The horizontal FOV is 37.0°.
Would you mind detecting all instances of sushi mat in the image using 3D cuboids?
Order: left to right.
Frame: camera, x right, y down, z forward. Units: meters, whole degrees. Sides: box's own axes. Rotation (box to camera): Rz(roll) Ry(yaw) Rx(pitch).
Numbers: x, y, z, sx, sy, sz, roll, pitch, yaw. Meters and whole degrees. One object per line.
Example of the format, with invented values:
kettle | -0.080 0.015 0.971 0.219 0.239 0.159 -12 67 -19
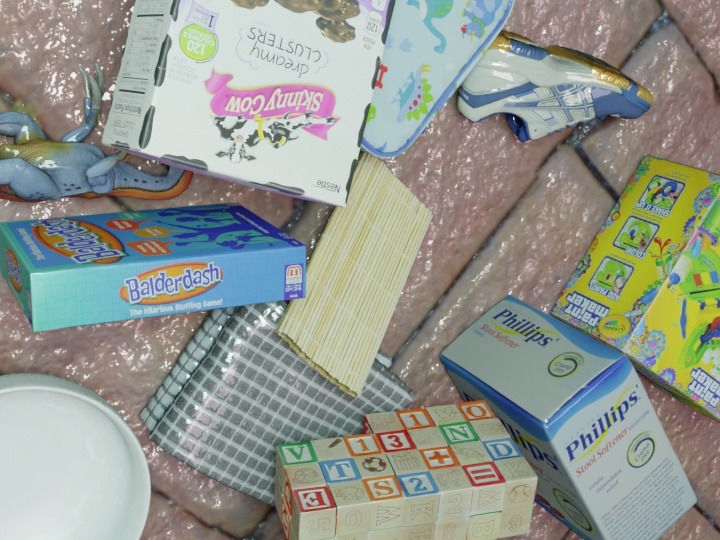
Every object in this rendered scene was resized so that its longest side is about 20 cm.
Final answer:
sushi mat | 0.000 0.000 0.921 0.096 0.012 0.201 41 56 -28

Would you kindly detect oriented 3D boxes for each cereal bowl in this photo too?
cereal bowl | -0.271 0.170 0.850 0.198 0.083 0.202 -9 110 -25

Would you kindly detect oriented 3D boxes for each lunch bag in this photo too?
lunch bag | 0.023 -0.203 0.887 0.161 0.082 0.201 40 86 -30

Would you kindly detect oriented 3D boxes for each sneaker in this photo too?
sneaker | 0.175 -0.160 0.995 0.198 0.075 0.089 11 112 -23

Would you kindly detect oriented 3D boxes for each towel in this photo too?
towel | -0.066 0.117 0.939 0.199 0.085 0.166 34 89 -31

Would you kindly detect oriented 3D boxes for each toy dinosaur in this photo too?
toy dinosaur | -0.223 -0.085 0.822 0.200 0.106 0.181 -37 136 26

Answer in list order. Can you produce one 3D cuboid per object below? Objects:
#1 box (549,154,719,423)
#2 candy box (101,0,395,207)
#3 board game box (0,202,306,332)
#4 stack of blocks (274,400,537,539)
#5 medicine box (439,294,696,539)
box | 0.337 0.023 1.097 0.199 0.122 0.194 33 89 -32
candy box | -0.069 -0.160 0.744 0.167 0.071 0.202 12 93 -36
board game box | -0.160 -0.008 0.812 0.198 0.152 0.045 -7 109 -26
stack of blocks | 0.031 0.174 0.895 0.198 0.115 0.059 -5 118 -17
medicine box | 0.195 0.149 1.026 0.103 0.182 0.201 -39 119 -12
